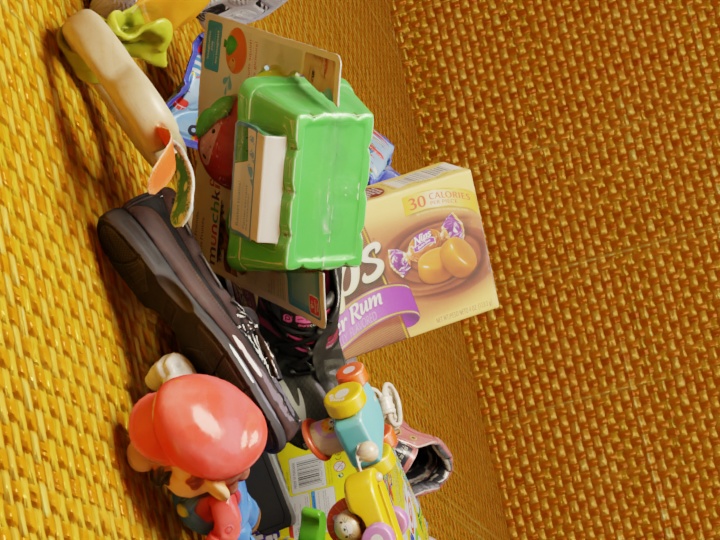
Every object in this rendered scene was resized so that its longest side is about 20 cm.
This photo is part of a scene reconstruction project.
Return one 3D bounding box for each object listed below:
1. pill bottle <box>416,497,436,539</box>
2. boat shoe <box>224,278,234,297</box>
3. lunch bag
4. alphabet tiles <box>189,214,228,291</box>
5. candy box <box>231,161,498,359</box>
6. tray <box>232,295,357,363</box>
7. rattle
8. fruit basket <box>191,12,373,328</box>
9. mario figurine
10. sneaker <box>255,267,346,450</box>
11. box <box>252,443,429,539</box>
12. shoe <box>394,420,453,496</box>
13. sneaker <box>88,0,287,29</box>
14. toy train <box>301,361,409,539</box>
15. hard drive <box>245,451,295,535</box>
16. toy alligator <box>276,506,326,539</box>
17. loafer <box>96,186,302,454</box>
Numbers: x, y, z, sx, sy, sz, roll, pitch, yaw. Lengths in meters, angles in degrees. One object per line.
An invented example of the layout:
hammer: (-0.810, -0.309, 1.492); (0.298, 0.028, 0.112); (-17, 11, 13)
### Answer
pill bottle: (0.032, 0.307, 1.968); (0.112, 0.111, 0.202); (41, 34, -76)
boat shoe: (-0.069, 0.018, 1.878); (0.201, 0.070, 0.073); (66, 12, -50)
lunch bag: (-0.057, -0.115, 1.799); (0.199, 0.095, 0.151); (31, 14, -2)
alphabet tiles: (-0.115, 0.031, 1.823); (0.200, 0.007, 0.169); (55, 22, -67)
candy box: (0.000, 0.000, 1.705); (0.056, 0.198, 0.118); (19, -56, 65)
tray: (-0.041, 0.102, 1.842); (0.022, 0.107, 0.202); (9, -64, 58)
rattle: (-0.114, -0.128, 1.481); (0.200, 0.142, 0.131); (41, -32, 59)
fruit basket: (-0.074, -0.073, 1.520); (0.199, 0.093, 0.187); (23, -68, 50)
mario figurine: (-0.118, 0.139, 1.463); (0.123, 0.106, 0.201); (39, -24, 29)
sneaker: (-0.047, 0.038, 1.608); (0.084, 0.076, 0.202); (-78, 163, -79)
box: (-0.012, 0.246, 1.738); (0.193, 0.121, 0.201); (67, 12, -48)
shoe: (0.006, 0.144, 1.925); (0.200, 0.091, 0.072); (29, 87, -56)
sneaker: (-0.136, -0.248, 1.691); (0.199, 0.075, 0.116); (-10, 76, -43)
toy train: (0.009, 0.170, 1.580); (0.150, 0.055, 0.202); (47, 27, -63)
hard drive: (-0.098, 0.083, 1.625); (0.200, 0.033, 0.140); (-113, -177, -59)
toy alligator: (-0.035, 0.248, 1.543); (0.201, 0.059, 0.054); (87, 24, -43)
loafer: (-0.096, 0.028, 1.479); (0.201, 0.063, 0.072); (52, -27, 7)
